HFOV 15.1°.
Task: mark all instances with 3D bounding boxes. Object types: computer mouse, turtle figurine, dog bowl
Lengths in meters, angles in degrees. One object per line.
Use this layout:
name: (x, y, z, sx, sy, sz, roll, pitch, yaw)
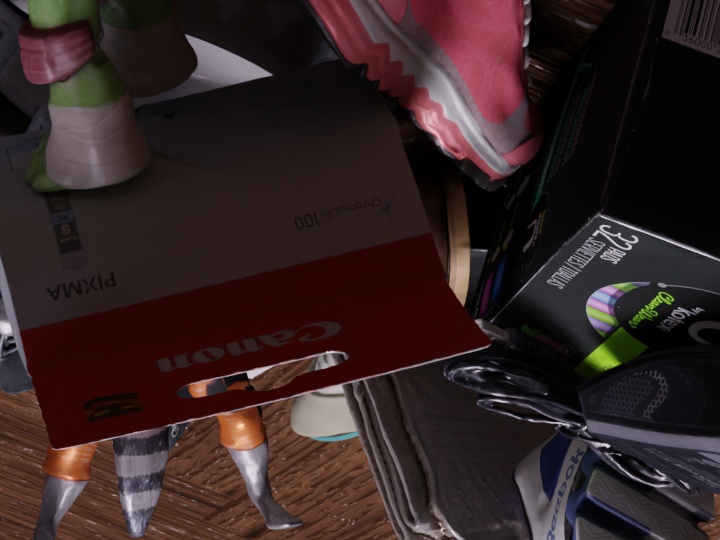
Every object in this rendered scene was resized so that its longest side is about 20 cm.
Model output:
computer mouse: (0.139, 0.053, 1.059, 0.138, 0.053, 0.199, 30, 167, -36)
turtle figurine: (-0.142, -0.132, 0.990, 0.144, 0.199, 0.195, -125, 16, -55)
dog bowl: (-0.075, -0.095, 1.169, 0.199, 0.059, 0.200, 15, 160, 5)

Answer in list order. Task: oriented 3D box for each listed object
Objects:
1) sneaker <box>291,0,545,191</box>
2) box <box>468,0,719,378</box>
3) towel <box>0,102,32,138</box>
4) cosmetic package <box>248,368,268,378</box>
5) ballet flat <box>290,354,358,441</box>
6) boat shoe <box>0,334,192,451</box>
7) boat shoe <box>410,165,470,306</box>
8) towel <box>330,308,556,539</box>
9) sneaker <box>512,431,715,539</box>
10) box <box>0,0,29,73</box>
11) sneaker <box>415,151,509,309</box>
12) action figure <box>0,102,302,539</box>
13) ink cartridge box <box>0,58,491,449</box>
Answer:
sneaker: (0.042, -0.097, 1.056, 0.074, 0.087, 0.200, 51, -173, 28)
box: (0.144, -0.019, 1.109, 0.148, 0.125, 0.200, 20, 158, -7)
towel: (-0.179, -0.065, 1.261, 0.191, 0.032, 0.200, 33, -176, -35)
cosmetic package: (-0.064, 0.011, 1.416, 0.082, 0.051, 0.200, 19, 166, -11)
ballet flat: (0.020, 0.050, 1.479, 0.199, 0.070, 0.069, -9, 147, 46)
boat shoe: (-0.144, 0.020, 1.194, 0.200, 0.063, 0.074, 35, 154, -33)
boat shoe: (0.000, 0.000, 1.149, 0.070, 0.071, 0.200, 0, 169, -10)
towel: (0.072, 0.078, 1.331, 0.199, 0.133, 0.034, 4, 148, -48)
sneaker: (0.125, 0.072, 1.250, 0.080, 0.200, 0.115, 36, 153, -14)
box: (-0.263, -0.131, 1.078, 0.200, 0.105, 0.184, 29, 173, 46)
sneaker: (0.029, -0.028, 1.273, 0.198, 0.060, 0.104, 13, 159, -2)
action figure: (-0.122, 0.022, 1.132, 0.198, 0.195, 0.105, -7, 179, -6)
ink cartridge box: (-0.054, -0.011, 0.994, 0.159, 0.048, 0.200, -13, -156, -9)
